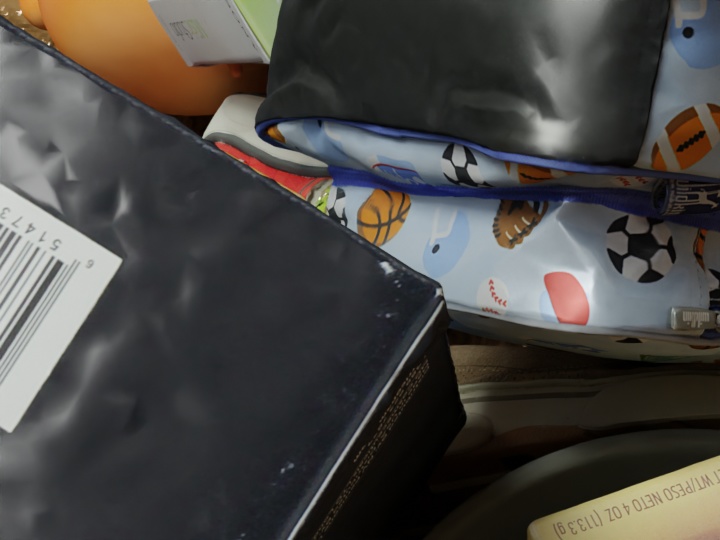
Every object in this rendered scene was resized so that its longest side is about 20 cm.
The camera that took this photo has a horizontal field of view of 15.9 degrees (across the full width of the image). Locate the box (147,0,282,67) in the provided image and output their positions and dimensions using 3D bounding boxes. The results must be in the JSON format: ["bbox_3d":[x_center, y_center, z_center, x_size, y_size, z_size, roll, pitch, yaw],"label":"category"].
[{"bbox_3d":[0.027,-0.136,0.860,0.200,0.036,0.144,-37,12,-10],"label":"box"}]

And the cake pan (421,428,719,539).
[{"bbox_3d":[0.093,0.138,0.696,0.200,0.037,0.200,-1,57,1],"label":"cake pan"}]

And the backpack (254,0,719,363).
[{"bbox_3d":[0.085,-0.048,0.728,0.200,0.190,0.154,19,107,56],"label":"backpack"}]

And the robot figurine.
[{"bbox_3d":[-0.064,-0.144,0.995,0.144,0.117,0.200,6,59,1],"label":"robot figurine"}]

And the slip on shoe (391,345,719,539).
[{"bbox_3d":[0.083,0.048,0.802,0.200,0.076,0.061,-11,44,36],"label":"slip on shoe"}]

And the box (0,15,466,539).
[{"bbox_3d":[-0.085,0.023,0.696,0.200,0.198,0.123,32,84,10],"label":"box"}]

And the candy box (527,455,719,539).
[{"bbox_3d":[0.156,0.091,0.666,0.200,0.055,0.116,-18,54,-11],"label":"candy box"}]

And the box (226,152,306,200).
[{"bbox_3d":[-0.133,-0.020,0.833,0.119,0.200,0.041,-61,4,-10],"label":"box"}]

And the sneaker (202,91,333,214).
[{"bbox_3d":[0.000,0.000,0.887,0.200,0.077,0.085,16,68,52],"label":"sneaker"}]
